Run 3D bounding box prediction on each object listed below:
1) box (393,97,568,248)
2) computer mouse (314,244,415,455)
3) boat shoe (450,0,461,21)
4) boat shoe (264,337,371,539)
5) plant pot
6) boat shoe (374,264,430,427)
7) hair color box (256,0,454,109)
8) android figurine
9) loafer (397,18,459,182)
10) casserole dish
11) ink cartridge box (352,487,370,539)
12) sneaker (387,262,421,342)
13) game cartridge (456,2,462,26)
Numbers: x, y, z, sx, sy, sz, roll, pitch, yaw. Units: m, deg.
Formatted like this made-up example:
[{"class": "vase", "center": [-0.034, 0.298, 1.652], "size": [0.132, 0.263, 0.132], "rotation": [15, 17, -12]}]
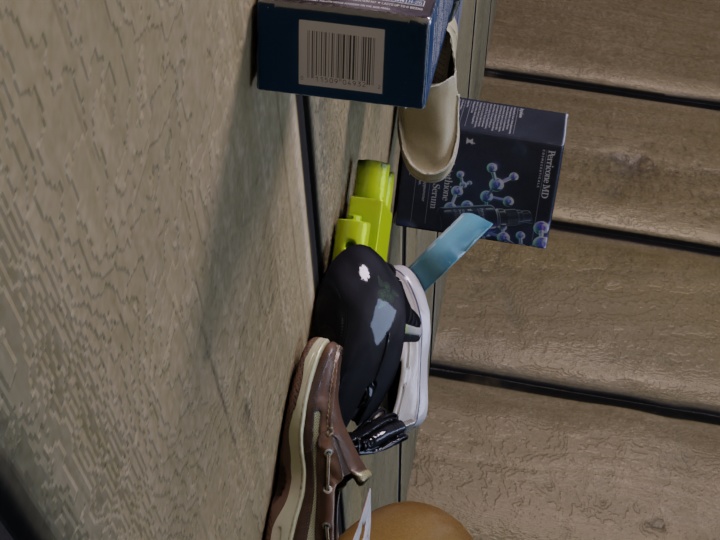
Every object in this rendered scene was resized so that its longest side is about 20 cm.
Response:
[{"class": "box", "center": [0.153, -0.129, 1.913], "size": [0.107, 0.199, 0.149], "rotation": [-71, 168, -60]}, {"class": "computer mouse", "center": [0.006, 0.078, 1.308], "size": [0.138, 0.053, 0.201], "rotation": [-12, 109, -46]}, {"class": "boat shoe", "center": [0.090, -0.302, 1.435], "size": [0.200, 0.068, 0.074], "rotation": [111, -30, -51]}, {"class": "boat shoe", "center": [-0.027, 0.159, 1.224], "size": [0.075, 0.075, 0.203], "rotation": [48, 51, -83]}, {"class": "plant pot", "center": [0.027, 0.352, 1.670], "size": [0.200, 0.186, 0.187], "rotation": [23, 76, -70]}, {"class": "boat shoe", "center": [0.038, 0.095, 1.819], "size": [0.066, 0.072, 0.201], "rotation": [-5, 98, -49]}, {"class": "hair color box", "center": [0.007, -0.177, 0.908], "size": [0.200, 0.100, 0.061], "rotation": [-74, 170, -53]}, {"class": "android figurine", "center": [0.000, 0.000, 1.408], "size": [0.182, 0.041, 0.201], "rotation": [23, 75, -84]}, {"class": "loafer", "center": [0.075, -0.199, 1.705], "size": [0.068, 0.075, 0.201], "rotation": [-37, 127, -80]}, {"class": "casserole dish", "center": [0.089, -0.007, 1.877], "size": [0.121, 0.039, 0.200], "rotation": [-44, 179, -41]}, {"class": "ink cartridge box", "center": [-0.027, 0.326, 1.448], "size": [0.160, 0.047, 0.201], "rotation": [-58, 154, -78]}, {"class": "sneaker", "center": [0.033, 0.034, 1.627], "size": [0.200, 0.071, 0.083], "rotation": [-5, 103, -84]}, {"class": "game cartridge", "center": [0.112, -0.326, 2.023], "size": [0.133, 0.041, 0.201], "rotation": [29, 70, -88]}]
